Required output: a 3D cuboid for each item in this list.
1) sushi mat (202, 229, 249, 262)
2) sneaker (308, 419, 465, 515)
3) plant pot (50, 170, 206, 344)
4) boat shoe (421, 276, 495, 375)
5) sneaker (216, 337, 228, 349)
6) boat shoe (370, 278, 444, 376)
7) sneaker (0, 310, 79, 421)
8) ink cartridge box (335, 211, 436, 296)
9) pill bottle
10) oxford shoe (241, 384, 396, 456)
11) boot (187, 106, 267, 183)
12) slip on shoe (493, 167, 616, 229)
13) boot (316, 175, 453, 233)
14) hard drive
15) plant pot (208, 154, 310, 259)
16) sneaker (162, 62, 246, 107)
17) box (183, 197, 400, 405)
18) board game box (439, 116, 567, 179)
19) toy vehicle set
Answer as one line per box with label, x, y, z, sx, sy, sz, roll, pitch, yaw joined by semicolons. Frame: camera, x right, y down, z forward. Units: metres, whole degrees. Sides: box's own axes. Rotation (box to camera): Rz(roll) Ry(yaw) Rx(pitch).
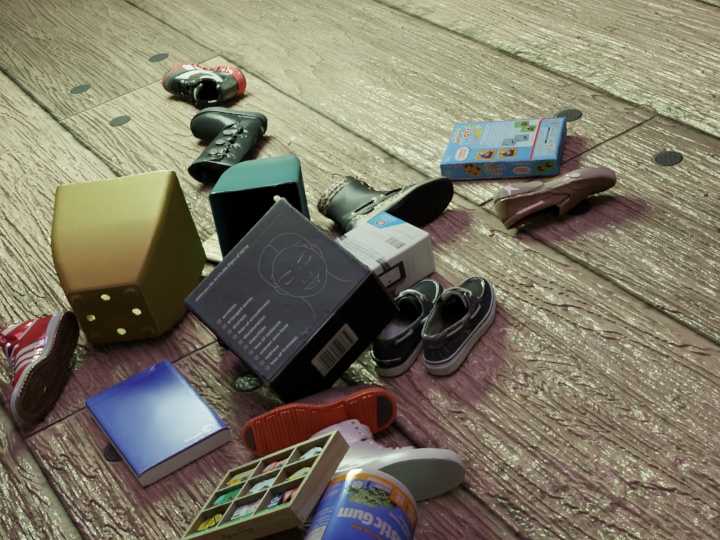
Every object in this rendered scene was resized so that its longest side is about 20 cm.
sushi mat;-0.175;-0.032;1.936;0.198;0.012;0.096;14;39;34
sneaker;0.023;0.219;1.425;0.197;0.074;0.116;-10;35;7
plant pot;-0.356;-0.003;1.801;0.193;0.196;0.202;-8;44;7
boat shoe;0.137;0.058;1.634;0.071;0.072;0.201;3;35;22
sneaker;-0.170;0.050;1.745;0.114;0.081;0.200;-16;34;-10
boat shoe;0.070;0.063;1.659;0.075;0.061;0.201;2;35;21
sneaker;-0.488;0.143;1.722;0.111;0.072;0.201;-8;37;19
ink cartridge box;0.000;0.000;1.774;0.199;0.069;0.116;-31;36;-27
pill bottle;-0.013;0.315;1.253;0.111;0.113;0.201;0;34;18
oxford shoe;-0.054;0.190;1.518;0.197;0.072;0.073;-11;12;-5
boot;-0.276;-0.228;2.234;0.163;0.066;0.201;-2;38;19
slip on shoe;0.306;-0.111;1.853;0.197;0.076;0.061;-10;71;-11
boot;0.037;-0.114;1.940;0.199;0.074;0.150;-32;37;-19
hard drive;-0.274;0.200;1.601;0.131;0.026;0.200;-27;35;-21
plant pot;-0.147;-0.103;1.904;0.139;0.143;0.201;-7;24;6
sneaker;-0.339;-0.383;2.479;0.198;0.072;0.098;7;35;26
box;-0.091;0.048;1.585;0.200;0.124;0.196;-46;56;-7
board game box;0.246;-0.209;2.041;0.197;0.037;0.152;0;34;18
toy vehicle set;-0.111;0.258;1.368;0.199;0.027;0.125;-26;19;39
